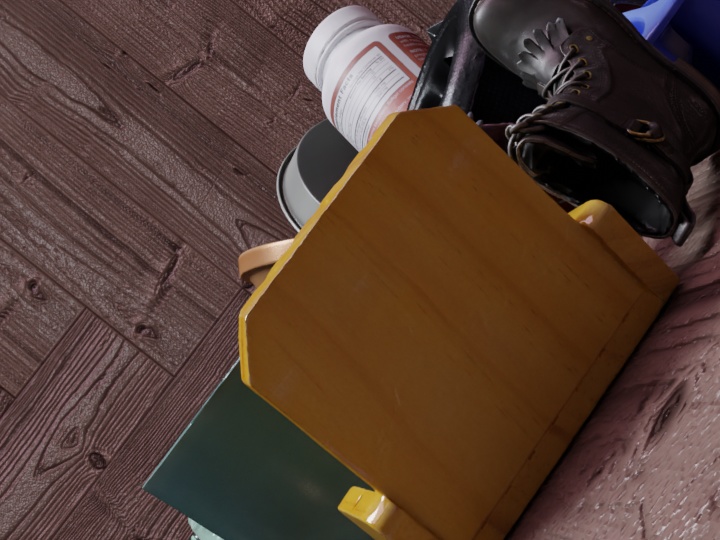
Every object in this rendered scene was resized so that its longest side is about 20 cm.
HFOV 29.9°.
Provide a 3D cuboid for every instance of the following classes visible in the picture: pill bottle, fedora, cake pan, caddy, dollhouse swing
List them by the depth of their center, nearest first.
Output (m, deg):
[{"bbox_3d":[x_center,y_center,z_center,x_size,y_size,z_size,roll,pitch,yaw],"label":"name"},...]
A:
[{"bbox_3d":[0.035,0.036,0.724,0.201,0.175,0.182,-53,2,-10],"label":"dollhouse swing"},{"bbox_3d":[0.197,-0.137,0.952,0.142,0.105,0.200,-54,2,-15],"label":"caddy"},{"bbox_3d":[0.087,-0.108,0.996,0.201,0.090,0.203,-162,90,-83],"label":"fedora"},{"bbox_3d":[0.037,-0.147,1.211,0.111,0.200,0.113,-29,-33,-21],"label":"pill bottle"},{"bbox_3d":[0.021,-0.080,1.259,0.201,0.198,0.037,-54,-15,-45],"label":"cake pan"}]

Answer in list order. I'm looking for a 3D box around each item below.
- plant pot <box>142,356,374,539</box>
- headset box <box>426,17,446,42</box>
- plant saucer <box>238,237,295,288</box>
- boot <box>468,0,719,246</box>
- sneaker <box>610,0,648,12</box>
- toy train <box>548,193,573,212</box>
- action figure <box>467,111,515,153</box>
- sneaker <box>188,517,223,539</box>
[{"bbox_3d":[-0.035,0.125,0.974,0.201,0.160,0.201,-52,2,2],"label":"plant pot"},{"bbox_3d":[0.168,-0.179,1.121,0.077,0.150,0.199,-20,12,47],"label":"headset box"},{"bbox_3d":[0.000,0.000,1.095,0.200,0.197,0.033,135,133,-76],"label":"plant saucer"},{"bbox_3d":[0.124,-0.099,0.780,0.174,0.199,0.070,-37,-26,-54],"label":"boot"},{"bbox_3d":[0.214,-0.221,1.032,0.082,0.197,0.079,125,150,-59],"label":"sneaker"},{"bbox_3d":[0.159,-0.055,1.118,0.149,0.056,0.199,-22,10,44],"label":"toy train"},{"bbox_3d":[0.086,-0.003,0.846,0.132,0.200,0.151,-10,55,26],"label":"action figure"},{"bbox_3d":[-0.090,0.232,1.016,0.074,0.118,0.200,-50,3,0],"label":"sneaker"}]
